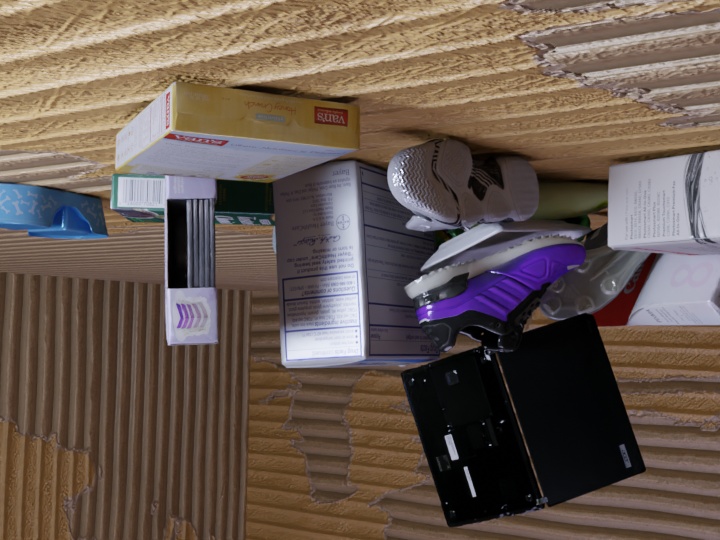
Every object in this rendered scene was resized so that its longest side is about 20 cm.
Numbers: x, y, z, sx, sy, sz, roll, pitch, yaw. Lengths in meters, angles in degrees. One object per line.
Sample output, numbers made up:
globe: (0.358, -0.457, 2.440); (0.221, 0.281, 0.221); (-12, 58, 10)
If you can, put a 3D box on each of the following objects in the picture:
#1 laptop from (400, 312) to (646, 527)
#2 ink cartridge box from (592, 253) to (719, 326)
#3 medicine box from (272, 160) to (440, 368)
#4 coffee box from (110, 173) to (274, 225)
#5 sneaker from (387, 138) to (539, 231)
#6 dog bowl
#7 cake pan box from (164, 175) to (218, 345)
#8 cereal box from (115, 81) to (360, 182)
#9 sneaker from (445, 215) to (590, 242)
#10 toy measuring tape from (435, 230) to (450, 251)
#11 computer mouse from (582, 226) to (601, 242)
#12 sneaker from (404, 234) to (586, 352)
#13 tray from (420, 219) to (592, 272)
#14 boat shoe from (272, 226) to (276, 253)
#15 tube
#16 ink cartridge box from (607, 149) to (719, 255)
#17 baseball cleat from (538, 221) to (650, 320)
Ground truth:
laptop: (0.169, 0.161, 1.106); (0.199, 0.178, 0.103); (-23, 171, 38)
ink cartridge box: (0.335, -0.014, 1.132); (0.199, 0.163, 0.057); (-1, 142, 50)
medicine box: (0.000, 0.000, 1.092); (0.102, 0.201, 0.182); (-6, 173, 28)
coffee box: (-0.172, -0.078, 1.171); (0.199, 0.044, 0.123); (1, 176, -2)
sneaker: (0.069, -0.072, 0.953); (0.114, 0.076, 0.199); (-6, 176, 42)
dog bowl: (-0.402, -0.073, 1.293); (0.111, 0.050, 0.200); (-1, 176, 27)
cake pan box: (-0.165, -0.020, 0.998); (0.052, 0.185, 0.200); (-3, 176, -10)
cereal box: (-0.103, -0.103, 0.814); (0.143, 0.040, 0.200); (3, 175, -25)
sneaker: (0.174, -0.066, 1.188); (0.199, 0.078, 0.085); (9, 141, -25)
toy measuring tape: (0.072, -0.045, 1.224); (0.073, 0.074, 0.200); (2, -165, -12)
computer mouse: (0.305, -0.029, 1.371); (0.199, 0.034, 0.059); (-20, -169, -28)
sneaker: (0.148, 0.032, 1.053); (0.199, 0.100, 0.070); (-17, 169, -17)
tray: (0.155, -0.030, 1.088); (0.107, 0.022, 0.199); (-27, 165, 36)
boat shoe: (-0.054, -0.049, 1.444); (0.090, 0.071, 0.200); (1, -177, -20)
tube: (0.203, -0.074, 1.113); (0.199, 0.052, 0.058); (-4, -149, -22)
ink cartridge box: (0.350, -0.062, 0.954); (0.145, 0.085, 0.199); (4, 176, -40)
baseball cleat: (0.276, -0.016, 1.139); (0.200, 0.070, 0.106); (-38, 178, 3)
